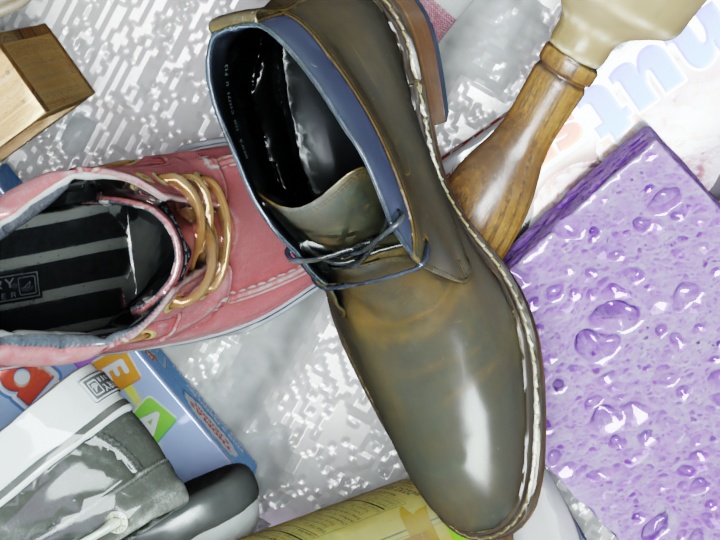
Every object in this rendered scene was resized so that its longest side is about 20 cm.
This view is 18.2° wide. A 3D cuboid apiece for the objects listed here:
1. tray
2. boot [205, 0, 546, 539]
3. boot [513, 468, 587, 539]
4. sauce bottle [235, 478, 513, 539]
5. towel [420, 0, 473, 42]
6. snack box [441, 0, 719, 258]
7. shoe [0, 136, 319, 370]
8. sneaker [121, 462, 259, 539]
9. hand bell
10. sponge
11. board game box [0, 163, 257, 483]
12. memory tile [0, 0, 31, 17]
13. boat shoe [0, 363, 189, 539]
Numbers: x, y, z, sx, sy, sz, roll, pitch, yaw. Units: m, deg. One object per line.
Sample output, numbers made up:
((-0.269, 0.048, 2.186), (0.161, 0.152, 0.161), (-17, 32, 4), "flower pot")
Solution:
((-0.192, -0.016, 0.804), (0.200, 0.099, 0.037), (-34, 96, 7), "tray")
((0.000, 0.000, 0.743), (0.074, 0.097, 0.201), (-19, 86, 28), "boot")
((0.082, 0.156, 0.851), (0.073, 0.090, 0.201), (-24, 73, 30), "boot")
((-0.028, 0.119, 0.751), (0.065, 0.200, 0.065), (13, 110, 40), "sauce bottle")
((0.028, -0.175, 0.781), (0.144, 0.023, 0.200), (37, 99, -31), "towel")
((0.108, -0.053, 0.828), (0.200, 0.024, 0.072), (-35, 96, 8), "snack box")
((-0.068, -0.005, 0.763), (0.199, 0.091, 0.072), (-14, 94, -31), "shoe")
((-0.091, 0.163, 0.810), (0.201, 0.067, 0.108), (-37, 88, 13), "sneaker")
((0.067, -0.066, 0.783), (0.104, 0.104, 0.200), (31, 104, -4), "hand bell")
((0.130, 0.055, 0.831), (0.112, 0.030, 0.200), (-42, 105, 9), "sponge")
((-0.163, 0.081, 0.854), (0.200, 0.037, 0.151), (-39, 97, 7), "board game box")
((-0.183, -0.113, 0.749), (0.153, 0.017, 0.200), (32, 57, 12), "memory tile")
((-0.144, 0.116, 0.752), (0.200, 0.071, 0.064), (-40, 85, 15), "boat shoe")
